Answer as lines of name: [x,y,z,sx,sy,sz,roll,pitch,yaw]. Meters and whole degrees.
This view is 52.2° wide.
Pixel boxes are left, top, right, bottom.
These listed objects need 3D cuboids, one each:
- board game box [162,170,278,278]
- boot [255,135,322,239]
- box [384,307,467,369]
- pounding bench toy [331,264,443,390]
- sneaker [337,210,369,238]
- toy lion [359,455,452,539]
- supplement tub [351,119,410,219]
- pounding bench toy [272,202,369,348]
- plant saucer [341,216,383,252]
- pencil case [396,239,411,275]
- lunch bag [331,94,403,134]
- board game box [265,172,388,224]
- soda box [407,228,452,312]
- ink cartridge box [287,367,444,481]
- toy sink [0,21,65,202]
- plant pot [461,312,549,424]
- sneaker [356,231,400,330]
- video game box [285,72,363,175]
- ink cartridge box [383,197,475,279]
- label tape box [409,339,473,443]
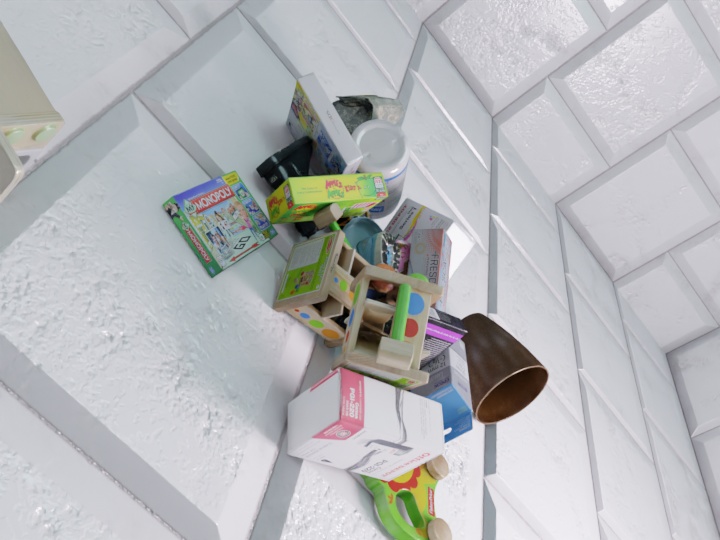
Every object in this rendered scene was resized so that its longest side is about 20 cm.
board game box: [-0.223,-0.081,1.202,0.136,0.029,0.200,56,27,-5]
boot: [-0.107,-0.160,1.427,0.170,0.076,0.200,55,26,-8]
box: [0.074,0.141,1.283,0.142,0.199,0.037,21,33,-49]
pounding bench toy: [0.048,0.072,1.063,0.121,0.200,0.160,16,74,-8]
sneaker: [-0.020,-0.083,1.474,0.203,0.077,0.077,64,35,-16]
toy lion: [0.063,0.344,1.213,0.190,0.068,0.203,35,34,-25]
supplement tub: [0.034,-0.211,1.558,0.201,0.129,0.135,95,-25,-66]
pounding bench toy: [-0.031,0.007,1.261,0.155,0.122,0.204,37,54,-34]
plant saucer: [0.000,0.000,1.417,0.198,0.027,0.207,3,86,-54]
pencil case: [0.060,0.042,1.410,0.087,0.080,0.206,49,44,-77]
lunch bag: [-0.011,-0.321,1.623,0.119,0.198,0.163,60,28,6]
board game box: [-0.059,-0.129,1.311,0.196,0.101,0.049,-9,78,-34]
soda box: [0.125,0.025,1.378,0.064,0.067,0.205,46,48,-57]
ink cartridge box: [0.008,0.234,1.090,0.197,0.145,0.087,22,48,-31]
toy sink: [-0.429,-0.166,0.833,0.203,0.129,0.112,57,27,1]
plant pot: [0.286,0.200,1.634,0.185,0.187,0.202,23,27,-47]
sneaker: [0.023,0.035,1.349,0.078,0.088,0.206,15,74,-51]
video game box: [-0.078,-0.266,1.491,0.203,0.046,0.182,60,-18,8]
ink cartridge box: [0.126,-0.051,1.543,0.083,0.146,0.199,37,-1,-32]
label tape box: [0.126,0.222,1.345,0.066,0.142,0.203,41,31,-28]
